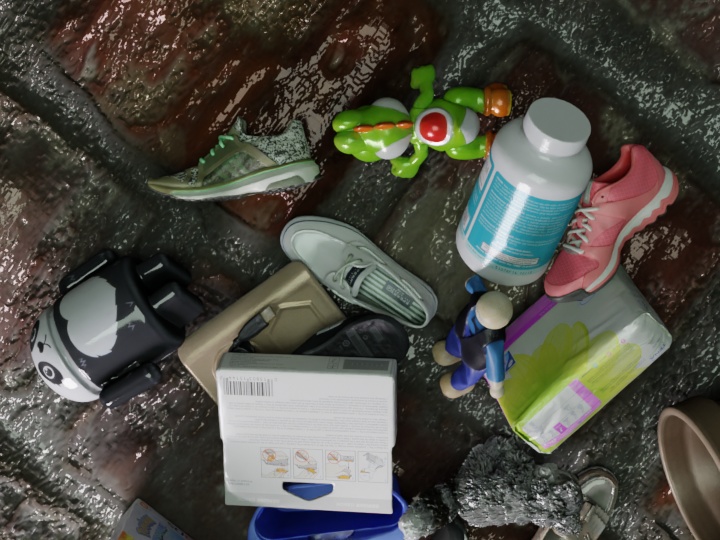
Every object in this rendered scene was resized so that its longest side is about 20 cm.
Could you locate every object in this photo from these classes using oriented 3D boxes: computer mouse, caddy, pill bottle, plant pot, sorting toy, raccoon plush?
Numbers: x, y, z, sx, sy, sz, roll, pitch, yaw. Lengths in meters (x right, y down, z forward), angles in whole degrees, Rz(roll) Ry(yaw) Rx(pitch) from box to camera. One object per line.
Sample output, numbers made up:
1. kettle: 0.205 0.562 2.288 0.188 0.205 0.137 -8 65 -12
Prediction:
1. computer mouse: -0.050 0.080 1.713 0.199 0.046 0.141 -34 109 21
2. caddy: -0.031 0.305 1.775 0.198 0.105 0.143 -8 101 6
3. pill bottle: 0.180 -0.086 1.632 0.110 0.111 0.201 20 134 -1
4. plant pot: 0.452 0.217 1.697 0.173 0.200 0.202 -20 101 -9
5. sorting toy: -0.084 0.112 1.764 0.184 0.037 0.201 -35 105 10
6. raccoon plush: 0.160 0.278 1.719 0.199 0.134 0.097 -39 129 -16

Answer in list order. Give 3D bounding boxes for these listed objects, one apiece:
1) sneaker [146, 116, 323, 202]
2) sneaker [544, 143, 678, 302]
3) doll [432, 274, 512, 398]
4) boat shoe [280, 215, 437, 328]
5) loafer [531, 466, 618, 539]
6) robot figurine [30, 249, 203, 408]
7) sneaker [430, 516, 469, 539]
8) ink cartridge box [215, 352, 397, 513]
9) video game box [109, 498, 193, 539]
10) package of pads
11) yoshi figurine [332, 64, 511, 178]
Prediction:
1. sneaker: -0.143 -0.125 1.712 0.198 0.077 0.090 -8 89 0
2. sneaker: 0.257 -0.056 1.668 0.200 0.074 0.087 -49 121 -9
3. doll: 0.129 0.076 1.664 0.048 0.200 0.138 -7 67 -15
4. boat shoe: 0.000 0.000 1.724 0.198 0.067 0.074 26 103 -2
5. loafer: 0.234 0.320 1.784 0.072 0.063 0.201 37 103 -4
6. robot figurine: -0.279 0.063 1.726 0.199 0.151 0.125 -32 112 10
7. sneaker: 0.063 0.379 1.790 0.087 0.076 0.202 14 104 -20
8. ink cartridge box: -0.058 0.182 1.713 0.197 0.045 0.178 2 115 6
9. video game box: -0.212 0.360 1.753 0.181 0.200 0.047 36 99 -5
10. package of pads: 0.233 0.089 1.681 0.200 0.155 0.068 -44 121 11
11. yoshi figurine: 0.063 -0.159 1.686 0.198 0.113 0.112 -3 144 -10
